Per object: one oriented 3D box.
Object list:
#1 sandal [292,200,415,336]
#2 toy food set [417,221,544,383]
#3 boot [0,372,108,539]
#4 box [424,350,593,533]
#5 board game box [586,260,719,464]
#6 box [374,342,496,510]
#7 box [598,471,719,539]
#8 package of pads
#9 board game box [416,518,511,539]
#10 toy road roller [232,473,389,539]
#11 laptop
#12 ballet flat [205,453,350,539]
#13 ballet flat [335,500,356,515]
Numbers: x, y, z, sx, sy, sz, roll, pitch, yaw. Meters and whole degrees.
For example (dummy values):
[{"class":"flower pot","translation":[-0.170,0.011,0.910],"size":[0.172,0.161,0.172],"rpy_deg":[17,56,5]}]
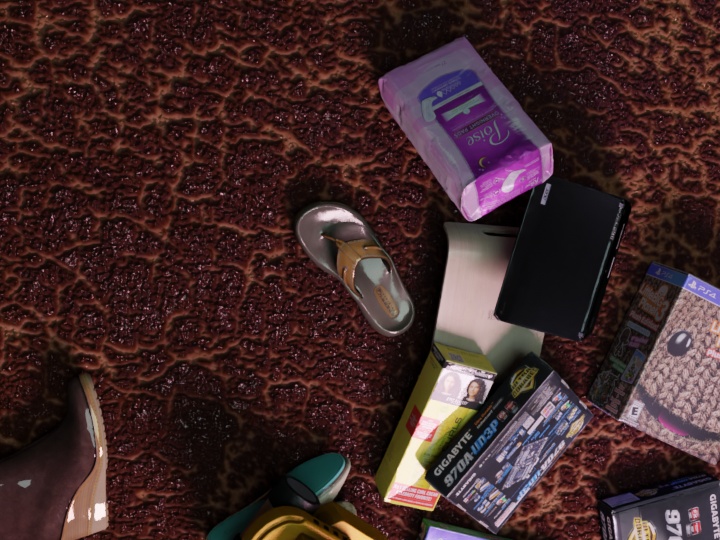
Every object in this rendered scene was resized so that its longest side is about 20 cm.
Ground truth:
[{"class":"sandal","translation":[0.000,0.000,1.474],"size":[0.082,0.055,0.201],"rpy_deg":[-36,107,-7]},{"class":"toy food set","translation":[0.153,0.045,1.529],"size":[0.142,0.060,0.201],"rpy_deg":[4,107,-16]},{"class":"boot","translation":[-0.369,0.218,1.403],"size":[0.165,0.072,0.202],"rpy_deg":[-4,104,-17]},{"class":"box","translation":[0.185,0.213,1.526],"size":[0.200,0.046,0.159],"rpy_deg":[-50,142,-2]},{"class":"board game box","translation":[0.410,0.116,1.584],"size":[0.159,0.097,0.201],"rpy_deg":[24,93,-18]},{"class":"box","translation":[0.088,0.190,1.509],"size":[0.075,0.050,0.201],"rpy_deg":[16,110,-22]},{"class":"box","translation":[0.403,0.381,1.647],"size":[0.158,0.046,0.202],"rpy_deg":[-12,102,-13]},{"class":"package of pads","translation":[0.117,-0.164,1.415],"size":[0.120,0.201,0.076],"rpy_deg":[-29,150,-7]},{"class":"board game box","translation":[0.152,0.404,1.593],"size":[0.199,0.029,0.135],"rpy_deg":[16,96,-17]},{"class":"toy road roller","translation":[-0.049,0.340,1.413],"size":[0.200,0.146,0.123],"rpy_deg":[36,95,-26]},{"class":"laptop","translation":[0.247,-0.014,1.503],"size":[0.103,0.200,0.178],"rpy_deg":[19,96,15]},{"class":"ballet flat","translation":[-0.092,0.291,1.503],"size":[0.199,0.069,0.070],"rpy_deg":[-30,106,-6]},{"class":"ballet flat","translation":[-0.063,0.370,1.521],"size":[0.066,0.057,0.201],"rpy_deg":[33,90,-19]}]
